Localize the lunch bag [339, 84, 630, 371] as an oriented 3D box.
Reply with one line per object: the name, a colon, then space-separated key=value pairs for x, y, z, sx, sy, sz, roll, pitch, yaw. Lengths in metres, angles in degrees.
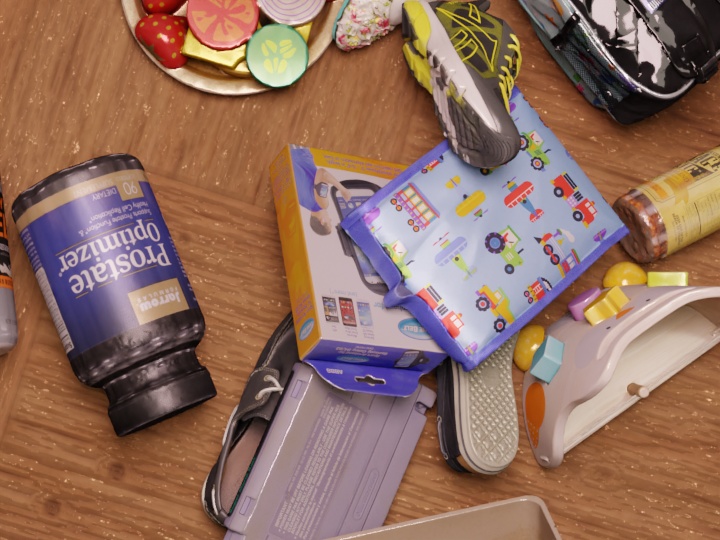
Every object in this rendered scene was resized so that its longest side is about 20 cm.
lunch bag: x=0.090 y=-0.025 z=1.141 sx=0.199 sy=0.094 sz=0.151 roll=-37 pitch=87 yaw=-36

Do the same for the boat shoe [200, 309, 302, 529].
boat shoe: x=-0.064 y=0.113 z=1.163 sx=0.071 sy=0.068 sz=0.202 roll=26 pitch=80 yaw=0

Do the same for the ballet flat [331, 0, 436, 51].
ballet flat: x=0.050 y=-0.262 z=1.214 sx=0.063 sy=0.076 sz=0.201 roll=29 pitch=82 yaw=16

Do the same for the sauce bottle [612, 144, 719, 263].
sauce bottle: x=0.306 y=-0.073 z=1.220 sx=0.198 sy=0.066 sz=0.067 roll=-27 pitch=86 yaw=-16

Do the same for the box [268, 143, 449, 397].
box: x=0.000 y=0.000 z=1.137 sx=0.118 sy=0.042 sz=0.202 roll=8 pitch=54 yaw=-30

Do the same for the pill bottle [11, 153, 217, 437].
pill bottle: x=-0.188 y=0.021 z=1.140 sx=0.111 sy=0.112 sz=0.202 roll=-23 pitch=85 yaw=-8

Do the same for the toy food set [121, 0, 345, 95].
toy food set: x=-0.102 y=-0.246 z=1.214 sx=0.196 sy=0.049 sz=0.202 roll=15 pitch=81 yaw=-3

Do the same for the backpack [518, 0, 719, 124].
backpack: x=0.216 y=-0.243 z=1.190 sx=0.177 sy=0.150 sz=0.200 roll=-43 pitch=97 yaw=-15

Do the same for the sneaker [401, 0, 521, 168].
sneaker: x=0.092 y=-0.158 z=1.127 sx=0.084 sy=0.075 sz=0.201 roll=-15 pitch=45 yaw=-8

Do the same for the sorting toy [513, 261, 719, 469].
sorting toy: x=0.212 y=0.056 z=1.137 sx=0.199 sy=0.180 sz=0.107 roll=-34 pitch=87 yaw=-9

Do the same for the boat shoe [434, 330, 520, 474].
boat shoe: x=0.091 y=0.070 z=1.183 sx=0.074 sy=0.062 sz=0.202 roll=12 pitch=66 yaw=-25

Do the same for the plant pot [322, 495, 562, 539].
plant pot: x=0.071 y=0.314 z=1.078 sx=0.197 sy=0.200 sz=0.179 roll=-11 pitch=119 yaw=-7

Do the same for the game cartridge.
game cartridge: x=-0.027 y=0.161 z=1.143 sx=0.129 sy=0.038 sz=0.202 roll=31 pitch=77 yaw=-31

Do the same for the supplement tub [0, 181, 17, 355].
supplement tub: x=-0.336 y=-0.030 z=1.128 sx=0.121 sy=0.123 sz=0.203 roll=-8 pitch=84 yaw=-6
